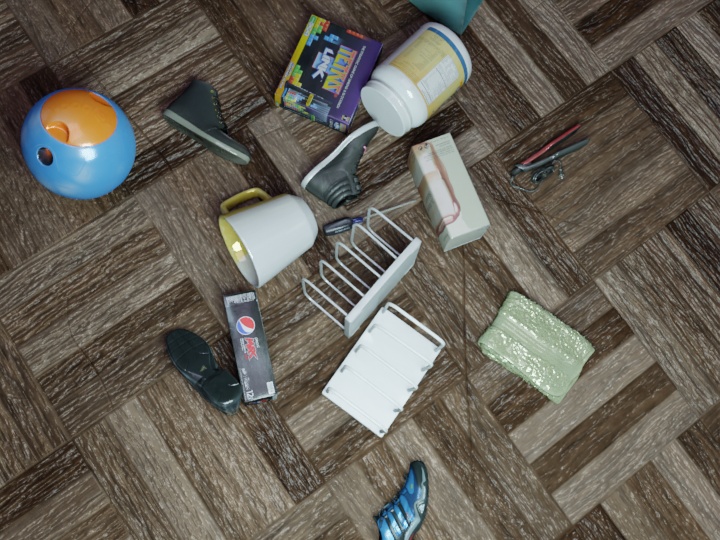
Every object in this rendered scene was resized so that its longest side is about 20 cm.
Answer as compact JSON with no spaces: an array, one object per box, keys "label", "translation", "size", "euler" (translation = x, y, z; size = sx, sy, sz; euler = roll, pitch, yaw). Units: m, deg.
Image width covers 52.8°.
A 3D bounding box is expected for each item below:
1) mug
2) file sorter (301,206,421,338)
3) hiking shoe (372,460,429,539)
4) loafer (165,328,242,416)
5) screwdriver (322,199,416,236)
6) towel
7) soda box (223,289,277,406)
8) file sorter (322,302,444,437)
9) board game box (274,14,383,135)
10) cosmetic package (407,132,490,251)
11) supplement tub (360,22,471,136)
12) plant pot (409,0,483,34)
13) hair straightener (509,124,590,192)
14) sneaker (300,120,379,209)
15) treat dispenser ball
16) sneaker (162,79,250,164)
[{"label":"mug","translation":[-0.174,-0.085,1.368],"size":[0.152,0.149,0.188],"euler":[-30,87,-19]},{"label":"file sorter","translation":[0.000,0.000,1.362],"size":[0.124,0.139,0.200],"euler":[40,76,9]},{"label":"hiking shoe","translation":[0.068,0.434,1.290],"size":[0.086,0.074,0.202],"euler":[15,75,-2]},{"label":"loafer","translation":[-0.290,0.189,1.324],"size":[0.072,0.073,0.200],"euler":[-29,59,-27]},{"label":"screwdriver","translation":[0.020,-0.105,1.445],"size":[0.198,0.028,0.029],"euler":[-15,108,-9]},{"label":"towel","translation":[0.341,0.145,1.405],"size":[0.199,0.037,0.149],"euler":[35,75,4]},{"label":"soda box","translation":[-0.203,0.143,1.341],"size":[0.063,0.071,0.202],"euler":[-11,76,-10]},{"label":"file sorter","translation":[0.045,0.178,1.320],"size":[0.138,0.125,0.201],"euler":[35,76,4]},{"label":"board game box","translation":[-0.064,-0.404,1.497],"size":[0.164,0.057,0.202],"euler":[21,75,2]},{"label":"cosmetic package","translation":[0.170,-0.153,1.431],"size":[0.087,0.103,0.202],"euler":[-21,77,-8]},{"label":"supplement tub","translation":[0.111,-0.382,1.460],"size":[0.145,0.145,0.200],"euler":[44,77,7]},{"label":"plant pot","translation":[0.165,-0.632,1.534],"size":[0.199,0.141,0.142],"euler":[29,75,10]},{"label":"hair straightener","translation":[0.393,-0.222,1.496],"size":[0.199,0.041,0.077],"euler":[-31,80,-11]},{"label":"sneaker","translation":[-0.015,-0.203,1.447],"size":[0.200,0.071,0.099],"euler":[-44,85,-7]},{"label":"treat dispenser ball","translation":[-0.519,-0.233,1.342],"size":[0.199,0.201,0.203],"euler":[1,76,-4]},{"label":"sneaker","translation":[-0.285,-0.299,1.441],"size":[0.199,0.075,0.107],"euler":[32,79,5]}]
